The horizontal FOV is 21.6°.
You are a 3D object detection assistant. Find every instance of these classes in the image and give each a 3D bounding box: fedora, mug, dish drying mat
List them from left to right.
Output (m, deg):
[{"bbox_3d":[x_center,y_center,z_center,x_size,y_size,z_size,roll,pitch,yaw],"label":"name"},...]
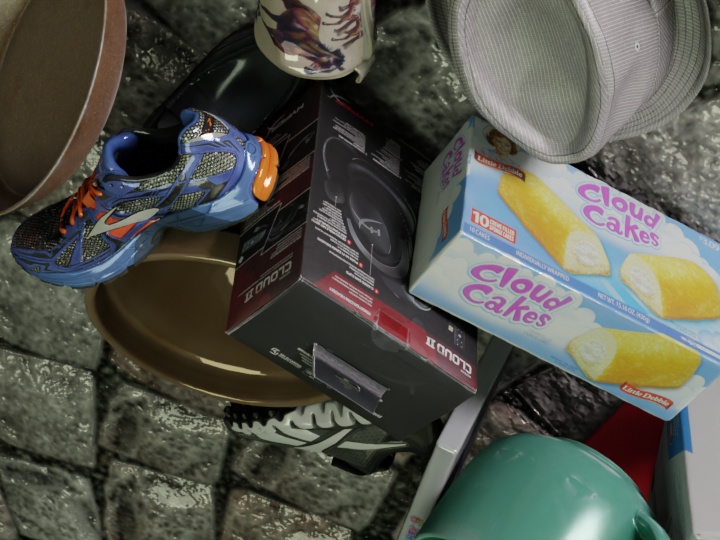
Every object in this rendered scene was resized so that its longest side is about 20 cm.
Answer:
[{"bbox_3d":[0.117,-0.136,1.140,0.176,0.090,0.201,-1,127,23],"label":"fedora"},{"bbox_3d":[0.141,0.189,1.266,0.185,0.115,0.152,27,154,25],"label":"mug"},{"bbox_3d":[0.203,0.138,1.379,0.077,0.018,0.200,33,132,-6],"label":"dish drying mat"}]

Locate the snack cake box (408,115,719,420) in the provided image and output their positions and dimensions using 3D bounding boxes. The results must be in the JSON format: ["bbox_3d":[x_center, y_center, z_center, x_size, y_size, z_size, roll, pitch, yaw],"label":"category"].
[{"bbox_3d":[0.135,-0.001,1.204,0.199,0.115,0.067,26,133,-16],"label":"snack cake box"}]

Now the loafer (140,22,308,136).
[{"bbox_3d":[-0.103,-0.097,1.276,0.068,0.070,0.200,42,131,-14],"label":"loafer"}]

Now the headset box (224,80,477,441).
[{"bbox_3d":[0.000,0.000,1.204,0.149,0.201,0.077,33,131,-27],"label":"headset box"}]

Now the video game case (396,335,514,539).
[{"bbox_3d":[0.060,0.146,1.360,0.018,0.143,0.200,25,133,7],"label":"video game case"}]

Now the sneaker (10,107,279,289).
[{"bbox_3d":[-0.150,-0.054,1.214,0.199,0.076,0.078,-24,133,24],"label":"sneaker"}]

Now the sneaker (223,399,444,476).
[{"bbox_3d":[-0.018,0.118,1.409,0.200,0.067,0.091,-10,123,40],"label":"sneaker"}]

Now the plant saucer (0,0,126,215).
[{"bbox_3d":[-0.209,-0.130,1.235,0.034,0.201,0.200,16,143,-38],"label":"plant saucer"}]

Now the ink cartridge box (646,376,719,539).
[{"bbox_3d":[0.247,0.186,1.298,0.084,0.145,0.200,3,136,0],"label":"ink cartridge box"}]

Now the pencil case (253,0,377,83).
[{"bbox_3d":[-0.018,-0.212,1.141,0.089,0.078,0.201,30,135,24],"label":"pencil case"}]

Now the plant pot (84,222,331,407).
[{"bbox_3d":[-0.085,0.008,1.323,0.200,0.093,0.201,12,149,7],"label":"plant pot"}]
